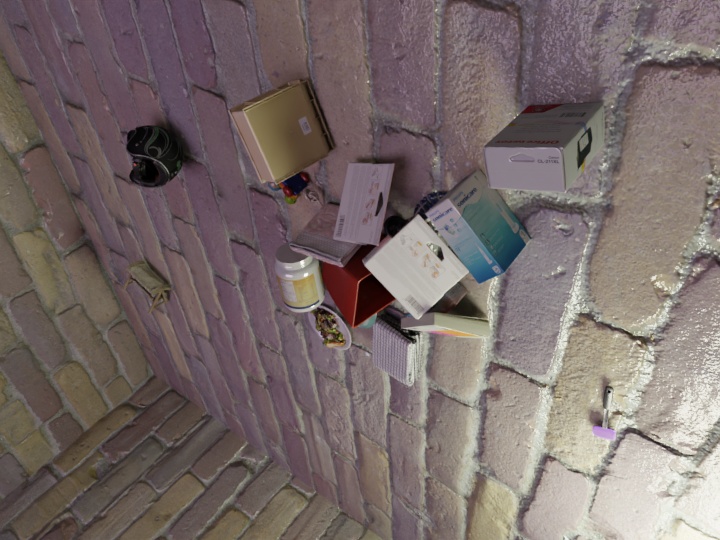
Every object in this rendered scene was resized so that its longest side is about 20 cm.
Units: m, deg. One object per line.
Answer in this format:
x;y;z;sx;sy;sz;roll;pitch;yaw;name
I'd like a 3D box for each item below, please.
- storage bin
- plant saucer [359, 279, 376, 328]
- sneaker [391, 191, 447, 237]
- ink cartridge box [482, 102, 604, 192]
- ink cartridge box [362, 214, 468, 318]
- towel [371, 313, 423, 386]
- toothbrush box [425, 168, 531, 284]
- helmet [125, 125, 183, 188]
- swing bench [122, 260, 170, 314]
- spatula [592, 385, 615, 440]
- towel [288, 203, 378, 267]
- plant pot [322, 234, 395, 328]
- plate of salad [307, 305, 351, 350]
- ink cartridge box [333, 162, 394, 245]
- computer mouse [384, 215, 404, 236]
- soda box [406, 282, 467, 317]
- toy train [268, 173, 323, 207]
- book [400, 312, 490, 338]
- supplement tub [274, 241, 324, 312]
-0.195;-0.354;1.393;0.093;0.198;0.201;21;138;56;storage bin
-0.020;0.090;1.702;0.200;0.027;0.202;35;136;44;plant saucer
0.166;-0.117;1.350;0.085;0.078;0.200;26;136;-28;sneaker
0.328;-0.222;0.974;0.145;0.200;0.083;11;131;39;ink cartridge box
0.134;-0.011;1.332;0.200;0.176;0.045;46;-174;-16;ink cartridge box
0.115;0.243;1.712;0.165;0.085;0.202;28;135;36;towel
0.261;-0.098;1.202;0.200;0.146;0.085;51;143;-6;toothbrush box
-0.709;-0.399;1.873;0.198;0.192;0.201;1;141;1;helmet
-1.057;0.074;2.713;0.199;0.130;0.200;43;138;7;swing bench
0.612;0.359;1.364;0.056;0.021;0.202;7;126;26;spatula
-0.071;-0.105;1.494;0.199;0.191;0.032;18;146;34;towel
0.000;0.000;1.532;0.176;0.199;0.201;41;145;27;plant pot
-0.117;0.210;1.947;0.199;0.048;0.201;28;139;26;plate of salad
0.018;-0.164;1.358;0.175;0.044;0.202;13;91;48;ink cartridge box
0.107;-0.035;1.423;0.200;0.140;0.046;50;152;-3;computer mouse
0.206;0.093;1.500;0.068;0.064;0.200;45;143;4;soda box
-0.193;-0.228;1.604;0.200;0.085;0.116;45;154;3;toy train
0.224;0.148;1.440;0.133;0.199;0.049;-16;67;53;book
-0.198;0.019;1.773;0.144;0.144;0.201;20;135;32;supplement tub
